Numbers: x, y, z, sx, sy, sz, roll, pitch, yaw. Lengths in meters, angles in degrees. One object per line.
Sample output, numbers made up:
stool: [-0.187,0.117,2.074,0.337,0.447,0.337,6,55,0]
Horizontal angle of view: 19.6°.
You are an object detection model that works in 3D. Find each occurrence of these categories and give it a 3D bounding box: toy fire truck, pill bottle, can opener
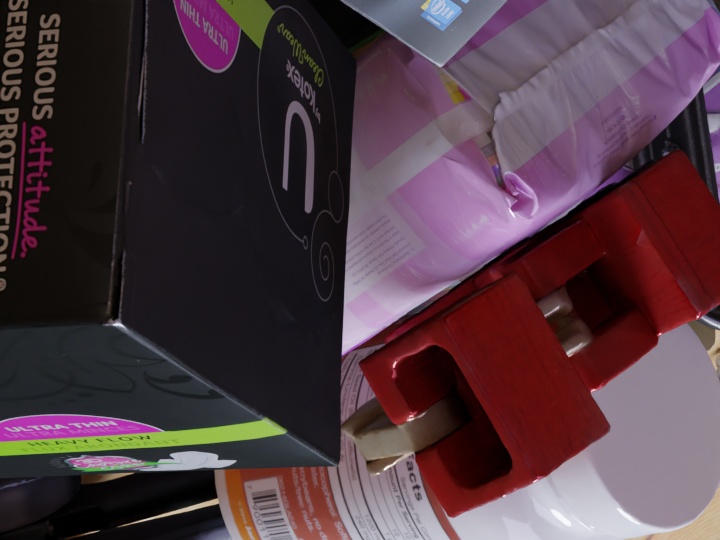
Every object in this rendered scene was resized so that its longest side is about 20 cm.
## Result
toy fire truck: [0.043,0.025,0.625,0.140,0.049,0.200,-33,180,-26]
pill bottle: [0.042,0.070,0.825,0.111,0.113,0.199,-1,170,-43]
can opener: [-0.105,0.113,0.939,0.198,0.064,0.079,-5,149,-19]

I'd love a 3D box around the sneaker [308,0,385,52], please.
sneaker: [-0.035,-0.093,0.622,0.083,0.077,0.200,-5,146,-46]

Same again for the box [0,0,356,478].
box: [-0.116,-0.019,0.543,0.198,0.126,0.148,-4,162,20]

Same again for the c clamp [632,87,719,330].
c clamp: [0.173,-0.062,0.780,0.169,0.202,0.027,-18,-170,-15]

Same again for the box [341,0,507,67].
box: [0.023,-0.164,0.496,0.157,0.050,0.200,30,125,-27]

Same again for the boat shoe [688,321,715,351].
boat shoe: [0.123,0.016,0.952,0.062,0.072,0.200,-32,176,19]

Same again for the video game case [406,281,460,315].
video game case: [0.000,0.000,0.891,0.199,0.026,0.180,-35,154,17]

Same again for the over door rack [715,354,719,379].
over door rack: [0.320,0.053,1.233,0.198,0.067,0.148,-14,161,24]

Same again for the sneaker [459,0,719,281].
sneaker: [0.133,-0.030,0.808,0.200,0.115,0.073,-36,-170,-6]

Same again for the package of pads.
package of pads: [0.017,-0.032,0.685,0.120,0.076,0.200,-33,178,-38]
